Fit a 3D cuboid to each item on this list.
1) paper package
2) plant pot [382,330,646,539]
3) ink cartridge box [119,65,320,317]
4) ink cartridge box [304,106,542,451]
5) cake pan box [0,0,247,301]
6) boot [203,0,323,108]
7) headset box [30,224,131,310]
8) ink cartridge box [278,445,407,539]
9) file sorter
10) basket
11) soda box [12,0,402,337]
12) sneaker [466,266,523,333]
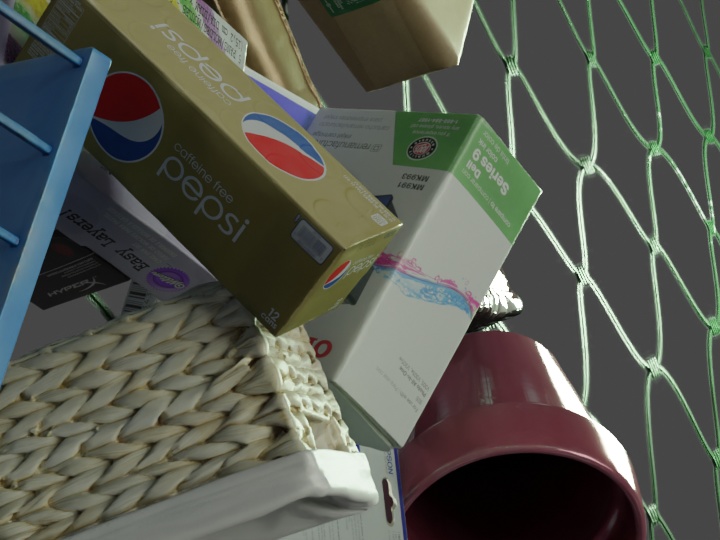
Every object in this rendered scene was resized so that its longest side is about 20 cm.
[{"bbox_3d":[0.012,-0.287,1.428,0.200,0.103,0.191,53,34,-33],"label":"paper package"},{"bbox_3d":[0.107,0.150,1.275,0.200,0.200,0.179,51,19,-33],"label":"plant pot"},{"bbox_3d":[-0.058,-0.013,1.117,0.200,0.043,0.198,26,77,-45],"label":"ink cartridge box"},{"bbox_3d":[0.000,0.000,1.043,0.088,0.145,0.200,45,65,-39],"label":"ink cartridge box"},{"bbox_3d":[-0.144,-0.105,0.946,0.200,0.052,0.184,41,44,-42],"label":"cake pan box"},{"bbox_3d":[-0.059,-0.156,1.242,0.175,0.066,0.200,-57,123,-79],"label":"boot"},{"bbox_3d":[-0.213,-0.092,0.949,0.200,0.075,0.149,41,42,-43],"label":"headset box"},{"bbox_3d":[-0.048,0.151,1.110,0.200,0.039,0.100,17,59,-44],"label":"ink cartridge box"},{"bbox_3d":[-0.225,-0.029,0.734,0.123,0.139,0.200,36,61,-43],"label":"file sorter"},{"bbox_3d":[-0.110,0.095,0.877,0.136,0.200,0.123,38,33,-74],"label":"basket"},{"bbox_3d":[-0.079,-0.063,0.831,0.200,0.064,0.068,45,27,11],"label":"soda box"},{"bbox_3d":[0.071,-0.005,1.416,0.116,0.076,0.200,70,18,8],"label":"sneaker"}]
